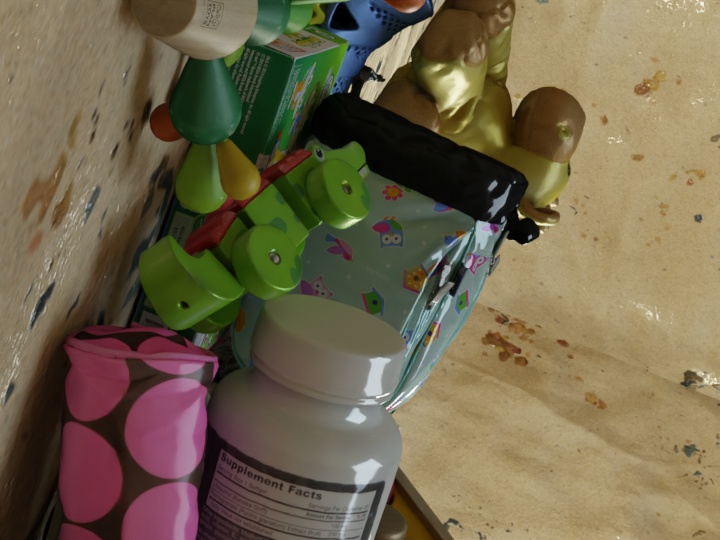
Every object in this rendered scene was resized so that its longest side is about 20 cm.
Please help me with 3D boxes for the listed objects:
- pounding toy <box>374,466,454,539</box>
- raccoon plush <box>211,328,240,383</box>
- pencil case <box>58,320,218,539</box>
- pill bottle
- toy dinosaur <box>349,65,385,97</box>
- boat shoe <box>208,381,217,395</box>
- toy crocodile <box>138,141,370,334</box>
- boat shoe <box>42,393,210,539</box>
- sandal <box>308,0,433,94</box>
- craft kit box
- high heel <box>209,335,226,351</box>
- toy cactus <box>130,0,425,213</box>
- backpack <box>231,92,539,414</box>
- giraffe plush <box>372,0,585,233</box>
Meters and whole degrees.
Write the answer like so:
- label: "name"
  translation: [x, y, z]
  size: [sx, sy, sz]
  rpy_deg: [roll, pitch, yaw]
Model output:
- label: "pounding toy"
  translation: [0.002, 0.187, 1.041]
  size: [0.184, 0.200, 0.142]
  rpy_deg: [9, 124, -50]
- label: "raccoon plush"
  translation: [-0.038, 0.086, 1.174]
  size: [0.200, 0.097, 0.134]
  rpy_deg: [-43, 152, -31]
- label: "pencil case"
  translation: [-0.115, 0.124, 0.809]
  size: [0.094, 0.090, 0.201]
  rpy_deg: [-47, 144, -76]
- label: "pill bottle"
  translation: [-0.041, 0.120, 0.880]
  size: [0.111, 0.110, 0.201]
  rpy_deg: [-55, 163, -74]
- label: "toy dinosaur"
  translation: [-0.024, -0.128, 1.241]
  size: [0.088, 0.047, 0.200]
  rpy_deg: [-63, 171, -4]
- label: "boat shoe"
  translation: [-0.142, 0.149, 1.116]
  size: [0.073, 0.063, 0.201]
  rpy_deg: [-24, 140, -46]
- label: "toy crocodile"
  translation: [-0.053, -0.024, 0.869]
  size: [0.067, 0.062, 0.200]
  rpy_deg: [-28, -168, 38]
- label: "boat shoe"
  translation: [-0.145, 0.152, 0.924]
  size: [0.066, 0.074, 0.200]
  rpy_deg: [126, -16, -63]
- label: "sandal"
  translation: [0.013, -0.193, 1.110]
  size: [0.080, 0.087, 0.201]
  rpy_deg: [-63, 176, -71]
- label: "craft kit box"
  translation: [-0.073, -0.053, 1.004]
  size: [0.198, 0.048, 0.201]
  rpy_deg: [-64, 175, -76]
- label: "high heel"
  translation: [-0.113, 0.123, 1.246]
  size: [0.096, 0.067, 0.200]
  rpy_deg: [-53, 155, -34]
- label: "toy cactus"
  translation: [-0.051, -0.112, 0.735]
  size: [0.200, 0.102, 0.165]
  rpy_deg: [-59, 168, 15]
- label: "backpack"
  translation: [0.000, 0.000, 1.035]
  size: [0.126, 0.166, 0.201]
  rpy_deg: [5, 111, -66]
- label: "giraffe plush"
  translation: [0.094, -0.105, 1.196]
  size: [0.200, 0.162, 0.173]
  rpy_deg: [-52, -175, 45]
